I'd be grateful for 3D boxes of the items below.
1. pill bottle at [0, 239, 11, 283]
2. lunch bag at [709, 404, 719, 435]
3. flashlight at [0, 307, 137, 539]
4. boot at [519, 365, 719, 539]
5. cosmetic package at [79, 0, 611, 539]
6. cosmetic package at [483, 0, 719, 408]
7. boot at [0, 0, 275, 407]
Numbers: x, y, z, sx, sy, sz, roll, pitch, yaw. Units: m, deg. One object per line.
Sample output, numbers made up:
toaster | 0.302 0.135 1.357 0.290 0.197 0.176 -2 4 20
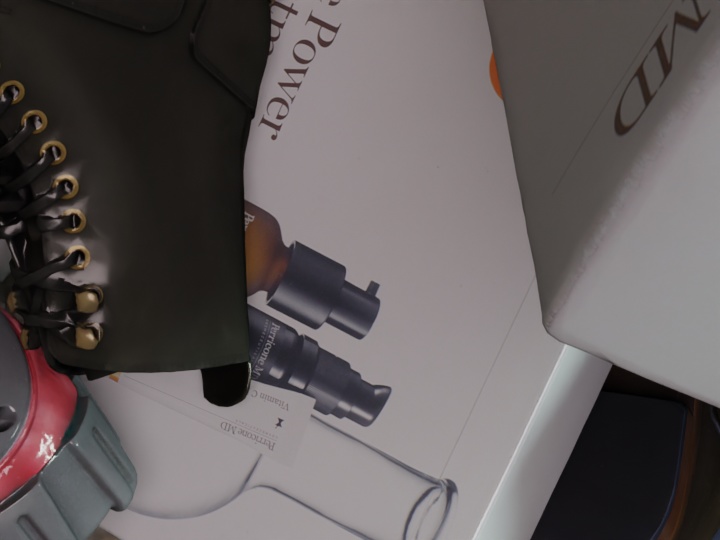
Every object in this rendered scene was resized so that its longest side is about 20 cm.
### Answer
pill bottle | -0.171 -0.018 0.813 0.200 0.114 0.114 -38 97 3
lunch bag | 0.187 0.015 0.750 0.199 0.136 0.133 -14 130 14
flashlight | -0.138 0.000 0.724 0.068 0.068 0.200 -50 123 -25
boot | 0.097 0.018 0.859 0.075 0.097 0.200 15 68 22
cosmetic package | 0.000 0.000 0.790 0.151 0.052 0.200 27 96 21
cosmetic package | 0.137 -0.074 0.582 0.166 0.200 0.168 23 120 -18
boot | -0.093 -0.036 0.700 0.200 0.077 0.139 3 85 -43
